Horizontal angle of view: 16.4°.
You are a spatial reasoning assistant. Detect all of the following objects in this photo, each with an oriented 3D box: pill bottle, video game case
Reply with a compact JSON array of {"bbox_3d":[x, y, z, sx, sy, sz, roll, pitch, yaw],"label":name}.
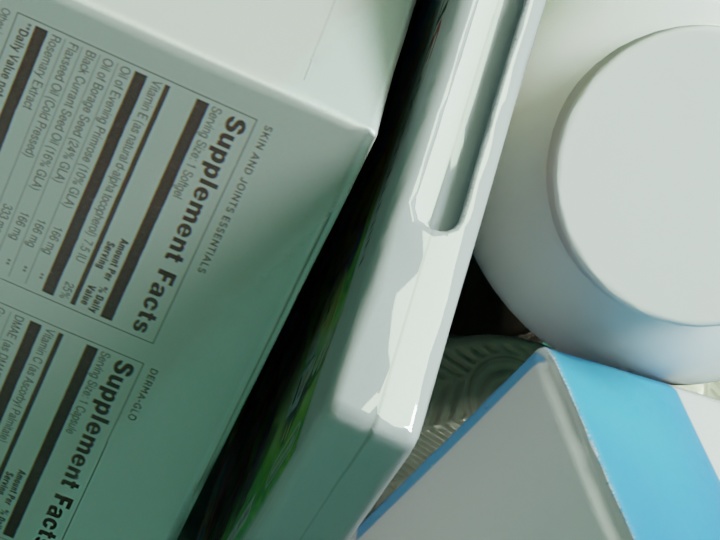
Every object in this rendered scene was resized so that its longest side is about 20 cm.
[{"bbox_3d":[0.078,-0.029,0.668,0.111,0.111,0.200,42,4,-4],"label":"pill bottle"},{"bbox_3d":[0.000,0.000,0.595,0.022,0.200,0.182,21,59,-5],"label":"video game case"}]

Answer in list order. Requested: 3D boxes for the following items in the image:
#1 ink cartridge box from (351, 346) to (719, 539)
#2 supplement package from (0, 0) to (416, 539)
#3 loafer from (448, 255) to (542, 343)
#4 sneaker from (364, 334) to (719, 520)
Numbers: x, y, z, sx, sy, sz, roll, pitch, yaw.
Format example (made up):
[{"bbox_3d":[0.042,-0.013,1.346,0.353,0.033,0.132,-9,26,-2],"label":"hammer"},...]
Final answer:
[{"bbox_3d":[0.095,0.136,0.641,0.200,0.147,0.146,16,40,-37],"label":"ink cartridge box"},{"bbox_3d":[-0.102,-0.052,0.596,0.200,0.151,0.152,24,33,-5],"label":"supplement package"},{"bbox_3d":[0.005,-0.001,0.777,0.200,0.071,0.073,-2,53,-50],"label":"loafer"},{"bbox_3d":[0.056,0.067,0.744,0.200,0.084,0.075,6,63,-39],"label":"sneaker"}]
